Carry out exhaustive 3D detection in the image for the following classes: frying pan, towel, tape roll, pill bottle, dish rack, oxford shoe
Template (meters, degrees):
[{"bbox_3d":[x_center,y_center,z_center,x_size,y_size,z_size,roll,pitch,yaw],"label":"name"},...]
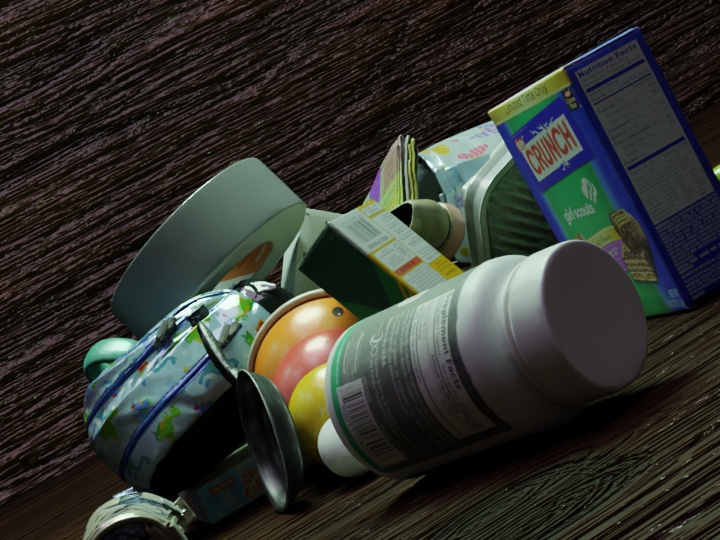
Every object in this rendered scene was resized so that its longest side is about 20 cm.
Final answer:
[{"bbox_3d":[-0.085,0.120,1.316,0.031,0.116,0.190,-15,23,-16],"label":"frying pan"},{"bbox_3d":[0.028,-0.034,1.618,0.023,0.145,0.200,3,-18,-10],"label":"towel"},{"bbox_3d":[-0.140,-0.010,1.536,0.200,0.066,0.200,-45,-9,-9],"label":"tape roll"},{"bbox_3d":[0.078,0.057,1.041,0.200,0.114,0.113,-26,3,45],"label":"pill bottle"},{"bbox_3d":[0.149,-0.048,1.510,0.043,0.201,0.172,22,52,31],"label":"dish rack"},{"bbox_3d":[0.000,0.000,1.464,0.200,0.071,0.074,-44,-38,23],"label":"oxford shoe"}]

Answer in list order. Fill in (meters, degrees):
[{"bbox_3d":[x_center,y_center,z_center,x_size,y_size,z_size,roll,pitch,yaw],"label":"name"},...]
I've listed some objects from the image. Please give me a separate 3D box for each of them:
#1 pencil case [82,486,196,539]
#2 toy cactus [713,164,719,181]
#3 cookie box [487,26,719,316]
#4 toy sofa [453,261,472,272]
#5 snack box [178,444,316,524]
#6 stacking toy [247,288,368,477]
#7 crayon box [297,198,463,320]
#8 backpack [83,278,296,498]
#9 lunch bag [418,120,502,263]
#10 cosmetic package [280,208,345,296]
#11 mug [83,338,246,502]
[{"bbox_3d":[-0.157,0.200,1.162,0.090,0.078,0.200,-48,4,-8],"label":"pencil case"},{"bbox_3d":[0.233,-0.072,1.409,0.199,0.103,0.165,19,55,43],"label":"toy cactus"},{"bbox_3d":[0.199,-0.067,1.268,0.075,0.201,0.171,-28,2,-15],"label":"cookie box"},{"bbox_3d":[0.109,0.036,1.637,0.097,0.083,0.200,-22,4,20],"label":"toy sofa"},{"bbox_3d":[-0.067,0.162,1.487,0.199,0.037,0.116,-29,2,-16],"label":"snack box"},{"bbox_3d":[-0.012,0.110,1.304,0.146,0.147,0.200,-28,21,2],"label":"stacking toy"},{"bbox_3d":[0.056,0.030,1.340,0.052,0.200,0.126,-54,-8,19],"label":"crayon box"},{"bbox_3d":[-0.146,0.107,1.437,0.201,0.153,0.163,-59,-5,-26],"label":"backpack"},{"bbox_3d":[0.131,-0.085,1.632,0.169,0.128,0.200,-23,-7,-15],"label":"lunch bag"},{"bbox_3d":[-0.037,0.045,1.617,0.082,0.201,0.051,8,-10,-17],"label":"cosmetic package"},{"bbox_3d":[-0.172,0.142,1.613,0.114,0.153,0.184,-27,-24,35],"label":"mug"}]
